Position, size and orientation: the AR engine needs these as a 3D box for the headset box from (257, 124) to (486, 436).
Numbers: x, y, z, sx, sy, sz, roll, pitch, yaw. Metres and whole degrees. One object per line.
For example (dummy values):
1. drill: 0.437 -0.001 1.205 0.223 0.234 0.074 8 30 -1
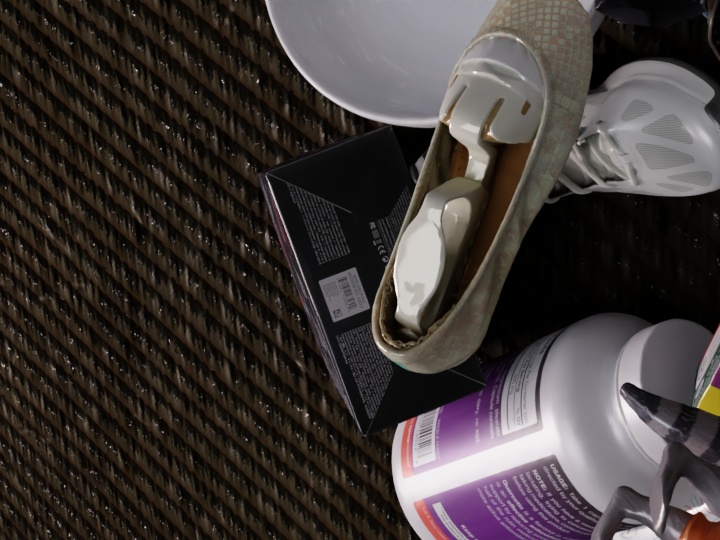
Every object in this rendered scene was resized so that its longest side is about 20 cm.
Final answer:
1. headset box: 0.000 0.000 0.949 0.200 0.074 0.150 -153 42 -85

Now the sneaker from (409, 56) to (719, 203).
1. sneaker: 0.100 -0.045 0.828 0.200 0.115 0.076 10 135 59

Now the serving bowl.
1. serving bowl: 0.049 -0.168 0.860 0.198 0.066 0.202 -3 82 24

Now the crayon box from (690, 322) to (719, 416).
1. crayon box: 0.263 0.018 0.732 0.171 0.058 0.201 22 126 5

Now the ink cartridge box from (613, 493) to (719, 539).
1. ink cartridge box: 0.218 0.162 0.908 0.162 0.050 0.201 -49 55 44

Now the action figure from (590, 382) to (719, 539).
1. action figure: 0.209 0.091 0.691 0.201 0.191 0.105 101 171 -59

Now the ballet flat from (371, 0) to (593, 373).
1. ballet flat: 0.057 -0.045 0.774 0.067 0.062 0.202 20 96 28

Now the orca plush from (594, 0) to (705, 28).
1. orca plush: 0.100 -0.208 0.752 0.071 0.104 0.202 85 -179 -64

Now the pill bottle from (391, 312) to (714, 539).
1. pill bottle: 0.113 0.092 0.904 0.200 0.112 0.113 -28 88 50

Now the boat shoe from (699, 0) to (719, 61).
1. boat shoe: 0.197 -0.125 0.763 0.072 0.072 0.201 -19 95 45
